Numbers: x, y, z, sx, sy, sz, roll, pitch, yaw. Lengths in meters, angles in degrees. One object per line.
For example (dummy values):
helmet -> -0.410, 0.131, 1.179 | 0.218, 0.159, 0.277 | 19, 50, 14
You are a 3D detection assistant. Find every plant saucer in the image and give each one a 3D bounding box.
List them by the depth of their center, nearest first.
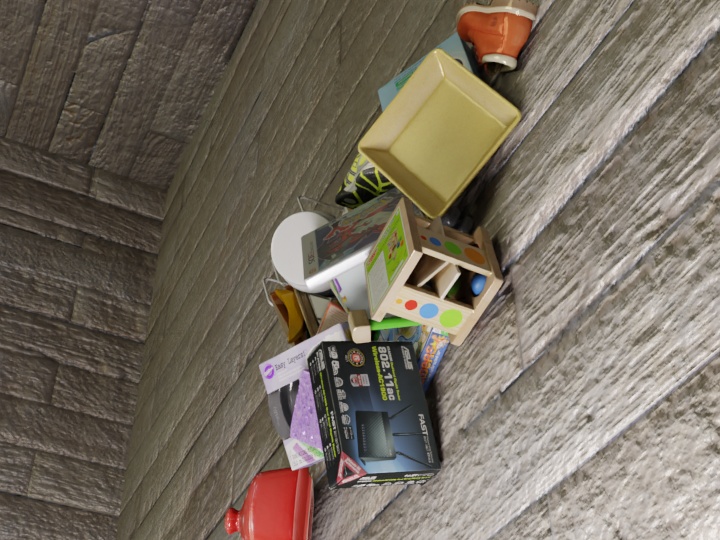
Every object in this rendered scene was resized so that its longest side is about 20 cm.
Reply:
plant saucer -> 0.122, -0.199, 1.609 | 0.201, 0.048, 0.200 | -50, 57, 8

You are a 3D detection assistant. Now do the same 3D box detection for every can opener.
can opener -> 0.103, -0.045, 1.669 | 0.067, 0.053, 0.200 | -61, 16, -19

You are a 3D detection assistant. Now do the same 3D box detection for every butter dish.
butter dish -> -0.155, 0.423, 1.806 | 0.201, 0.145, 0.202 | 91, -177, -58

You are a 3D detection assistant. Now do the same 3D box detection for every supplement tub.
supplement tub -> -0.069, -0.028, 1.895 | 0.200, 0.138, 0.142 | 21, -94, -75

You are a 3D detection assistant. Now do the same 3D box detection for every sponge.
sponge -> -0.017, 0.231, 1.638 | 0.198, 0.030, 0.113 | 17, 100, 33

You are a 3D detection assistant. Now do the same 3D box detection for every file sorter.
file sorter -> -0.095, -0.025, 2.098 | 0.202, 0.123, 0.139 | -66, 22, 19

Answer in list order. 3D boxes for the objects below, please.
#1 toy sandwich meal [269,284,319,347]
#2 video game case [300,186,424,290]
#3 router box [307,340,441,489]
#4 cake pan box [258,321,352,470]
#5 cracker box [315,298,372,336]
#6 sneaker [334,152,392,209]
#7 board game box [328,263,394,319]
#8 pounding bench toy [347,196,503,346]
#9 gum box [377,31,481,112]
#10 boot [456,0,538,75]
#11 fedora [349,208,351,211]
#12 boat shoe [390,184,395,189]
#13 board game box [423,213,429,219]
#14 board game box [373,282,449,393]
toy sandwich meal -> -0.109, 0.112, 1.966 | 0.205, 0.069, 0.208 | 159, 91, -88
video game case -> 0.001, -0.057, 1.635 | 0.198, 0.023, 0.183 | -27, 22, 6
router box -> 0.017, 0.199, 1.505 | 0.062, 0.148, 0.203 | -49, 46, 51
cake pan box -> -0.061, 0.202, 1.717 | 0.199, 0.052, 0.187 | -27, 74, 34
cracker box -> -0.041, 0.141, 1.816 | 0.134, 0.057, 0.202 | -20, -45, -67
sneaker -> 0.013, -0.152, 1.770 | 0.200, 0.074, 0.078 | 142, 141, -65
board game box -> 0.000, 0.000, 1.688 | 0.102, 0.106, 0.200 | -27, 21, -4
pounding bench toy -> 0.088, 0.033, 1.502 | 0.201, 0.154, 0.125 | -59, 23, 30
gum box -> 0.116, -0.277, 1.739 | 0.169, 0.045, 0.201 | -34, 34, 18
boot -> 0.195, -0.355, 1.660 | 0.200, 0.074, 0.109 | -159, 81, -69
fedora -> 0.032, -0.131, 1.896 | 0.201, 0.081, 0.203 | 126, 153, -43
boat shoe -> 0.088, -0.171, 1.791 | 0.071, 0.072, 0.202 | 30, 92, 54
board game box -> 0.113, -0.134, 1.684 | 0.202, 0.023, 0.105 | -61, 14, -19
board game box -> 0.080, 0.095, 1.657 | 0.200, 0.034, 0.137 | -117, 47, -64
